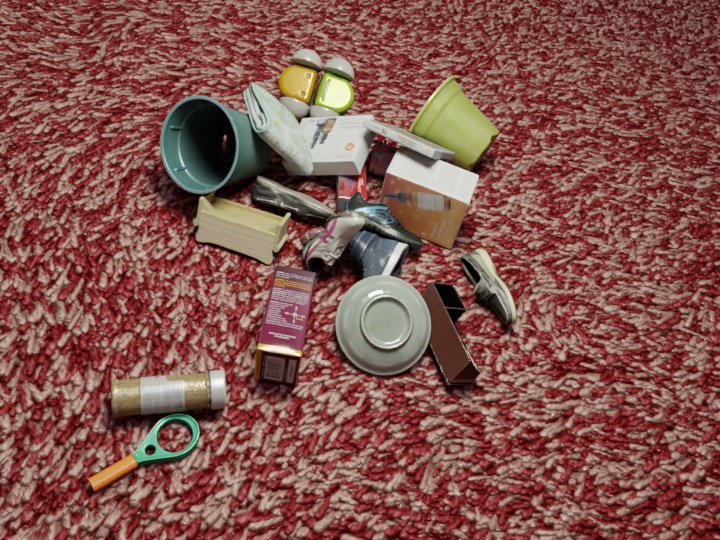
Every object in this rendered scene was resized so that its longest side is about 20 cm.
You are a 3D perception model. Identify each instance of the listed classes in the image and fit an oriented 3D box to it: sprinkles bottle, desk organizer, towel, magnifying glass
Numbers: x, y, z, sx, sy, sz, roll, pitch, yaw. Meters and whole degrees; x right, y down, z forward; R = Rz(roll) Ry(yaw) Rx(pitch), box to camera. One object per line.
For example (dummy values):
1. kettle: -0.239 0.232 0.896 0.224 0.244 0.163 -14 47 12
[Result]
1. sprinkles bottle: -0.340 0.220 1.261 0.196 0.069 0.069 -3 52 -15
2. desk organizer: 0.184 0.126 1.436 0.071 0.077 0.202 7 46 -37
3. towel: -0.185 -0.326 1.610 0.171 0.048 0.202 36 24 -43
4. magnifying glass: -0.368 0.314 1.211 0.198 0.023 0.080 -29 62 -29

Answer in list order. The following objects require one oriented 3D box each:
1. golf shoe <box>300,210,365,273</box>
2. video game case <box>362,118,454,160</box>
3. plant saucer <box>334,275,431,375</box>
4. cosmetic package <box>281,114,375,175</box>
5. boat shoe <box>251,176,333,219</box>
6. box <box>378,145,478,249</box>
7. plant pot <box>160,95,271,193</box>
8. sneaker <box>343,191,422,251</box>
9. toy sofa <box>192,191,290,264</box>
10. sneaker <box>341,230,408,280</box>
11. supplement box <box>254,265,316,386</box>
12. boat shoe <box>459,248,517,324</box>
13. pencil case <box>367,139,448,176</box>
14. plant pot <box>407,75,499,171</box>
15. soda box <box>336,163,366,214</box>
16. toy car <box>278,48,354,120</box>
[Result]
1. golf shoe: -0.052 -0.060 1.482 0.072 0.199 0.094 2 69 -38
2. video game case: 0.118 -0.306 1.657 0.180 0.023 0.200 27 16 16
3. plant saucer: 0.048 0.105 1.401 0.196 0.050 0.204 2 77 -7
4. cosmetic package: -0.072 -0.299 1.687 0.197 0.052 0.153 3 57 26
5. boat shoe: -0.158 -0.153 1.623 0.197 0.058 0.067 25 14 3
6. box: 0.151 -0.168 1.631 0.197 0.153 0.107 21 49 7
7. plant pot: -0.306 -0.276 1.569 0.199 0.202 0.196 32 18 14
8. sneaker: 0.057 -0.108 1.587 0.197 0.073 0.083 25 71 -9
9. toy sofa: -0.258 -0.097 1.541 0.197 0.099 0.083 17 25 2
10. sneaker: 0.000 0.001 1.513 0.144 0.077 0.204 22 54 12
11. supplement box: -0.145 0.106 1.370 0.084 0.111 0.202 11 50 -4
12. boat shoe: 0.278 0.040 1.550 0.065 0.072 0.203 -15 55 -10
13. pencil case: 0.117 -0.263 1.749 0.197 0.088 0.083 16 10 0
14. plant pot: 0.245 -0.355 1.797 0.184 0.201 0.201 40 53 5
15. soda box: -0.023 -0.222 1.694 0.069 0.064 0.202 4 51 -7
16. toy car: -0.109 -0.453 1.815 0.197 0.150 0.178 16 84 6
